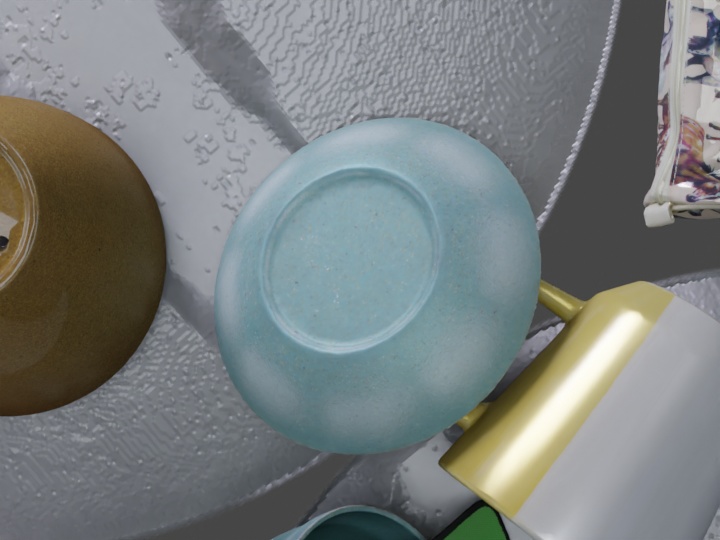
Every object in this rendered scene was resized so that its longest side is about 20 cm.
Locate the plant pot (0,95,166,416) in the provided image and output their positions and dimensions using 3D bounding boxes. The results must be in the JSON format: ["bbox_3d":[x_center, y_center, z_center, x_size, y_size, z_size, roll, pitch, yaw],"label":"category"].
[{"bbox_3d":[-0.201,-0.015,0.778,0.185,0.200,0.188,0,85,-4],"label":"plant pot"}]

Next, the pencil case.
[{"bbox_3d":[0.203,-0.123,0.827,0.089,0.078,0.202,2,95,-19],"label":"pencil case"}]

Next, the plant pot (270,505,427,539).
[{"bbox_3d":[-0.035,0.244,0.821,0.133,0.200,0.202,-20,93,34],"label":"plant pot"}]

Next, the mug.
[{"bbox_3d":[0.133,0.081,0.813,0.186,0.149,0.154,38,87,-22],"label":"mug"}]

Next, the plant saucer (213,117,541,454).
[{"bbox_3d":[0.000,0.000,0.819,0.199,0.039,0.203,-7,69,20],"label":"plant saucer"}]

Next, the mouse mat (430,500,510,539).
[{"bbox_3d":[0.054,0.236,0.816,0.007,0.200,0.162,-20,93,39],"label":"mouse mat"}]
